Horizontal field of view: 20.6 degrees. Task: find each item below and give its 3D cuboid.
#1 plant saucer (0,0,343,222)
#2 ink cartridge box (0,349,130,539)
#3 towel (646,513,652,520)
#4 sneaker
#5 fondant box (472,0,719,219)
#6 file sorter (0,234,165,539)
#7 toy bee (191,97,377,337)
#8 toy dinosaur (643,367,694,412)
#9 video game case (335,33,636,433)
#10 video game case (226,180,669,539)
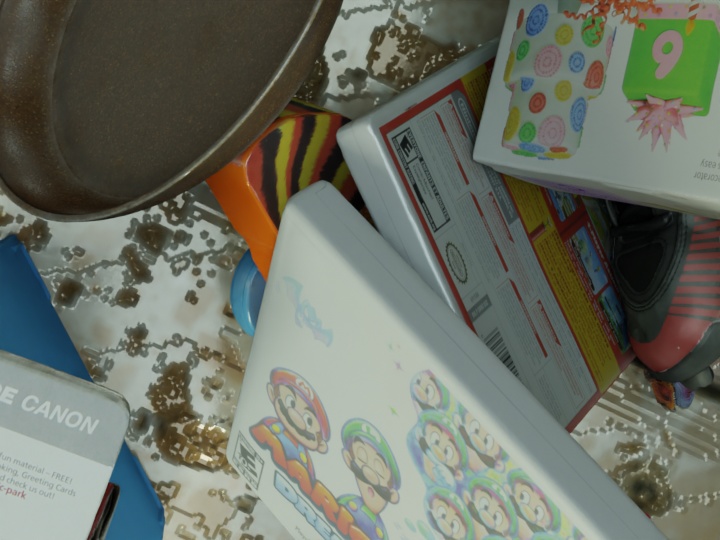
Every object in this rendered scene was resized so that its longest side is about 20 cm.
[{"bbox_3d":[-0.071,-0.105,0.768,0.032,0.200,0.201,32,90,-41],"label":"plant saucer"},{"bbox_3d":[-0.183,0.081,0.608,0.199,0.084,0.176,21,96,-4],"label":"ink cartridge box"},{"bbox_3d":[0.045,0.167,0.819,0.199,0.145,0.023,-5,134,-7],"label":"towel"},{"bbox_3d":[0.119,-0.054,0.809,0.098,0.071,0.202,17,70,-30],"label":"sneaker"},{"bbox_3d":[0.133,-0.121,0.713,0.058,0.144,0.201,16,88,-47],"label":"fondant box"},{"bbox_3d":[-0.160,0.082,0.751,0.122,0.200,0.139,-27,97,-1],"label":"file sorter"},{"bbox_3d":[0.000,0.000,0.821,0.131,0.201,0.109,37,59,27],"label":"toy bee"},{"bbox_3d":[0.217,0.062,0.868,0.182,0.105,0.200,47,54,-5],"label":"toy dinosaur"},{"bbox_3d":[0.066,-0.017,0.784,0.017,0.200,0.144,-21,98,30],"label":"video game case"},{"bbox_3d":[0.028,0.090,0.728,0.024,0.182,0.200,-31,67,-29],"label":"video game case"}]
